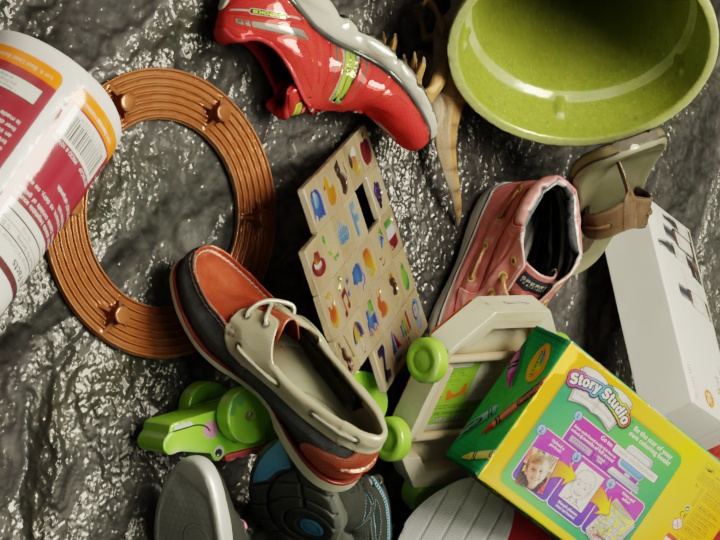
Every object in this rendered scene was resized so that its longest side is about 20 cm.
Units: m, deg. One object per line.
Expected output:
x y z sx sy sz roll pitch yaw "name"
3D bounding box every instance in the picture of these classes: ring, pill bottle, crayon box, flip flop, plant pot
-0.133 -0.040 1.446 0.199 0.019 0.202 1 89 -41 "ring"
-0.243 -0.041 1.287 0.113 0.113 0.201 48 61 -31 "pill bottle"
0.175 0.147 1.524 0.200 0.058 0.119 38 85 -23 "crayon box"
0.196 -0.046 1.634 0.081 0.200 0.058 -18 63 -23 "flip flop"
0.165 -0.231 1.590 0.200 0.200 0.185 38 38 -35 "plant pot"

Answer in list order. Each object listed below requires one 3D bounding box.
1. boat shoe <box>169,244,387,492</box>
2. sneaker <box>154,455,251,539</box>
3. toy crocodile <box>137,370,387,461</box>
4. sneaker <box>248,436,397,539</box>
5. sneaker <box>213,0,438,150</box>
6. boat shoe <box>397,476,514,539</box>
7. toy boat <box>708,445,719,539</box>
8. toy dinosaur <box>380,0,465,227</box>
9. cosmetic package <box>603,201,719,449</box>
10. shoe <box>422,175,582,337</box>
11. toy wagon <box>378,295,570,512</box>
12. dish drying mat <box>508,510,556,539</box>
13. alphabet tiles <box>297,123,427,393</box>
-0.054 0.055 1.403 0.071 0.063 0.200 -24 69 -38 "boat shoe"
-0.081 0.206 1.457 0.099 0.070 0.202 -27 118 -40 "sneaker"
-0.067 0.101 1.472 0.199 0.067 0.062 -15 101 -41 "toy crocodile"
-0.023 0.166 1.494 0.082 0.073 0.201 -61 151 -31 "sneaker"
-0.030 -0.139 1.513 0.200 0.077 0.085 37 78 -28 "sneaker"
0.045 0.238 1.526 0.200 0.072 0.071 -52 162 -29 "boat shoe"
0.273 0.187 1.722 0.199 0.130 0.132 -4 82 -42 "toy boat"
0.064 -0.140 1.593 0.106 0.060 0.202 8 85 -43 "toy dinosaur"
0.251 0.042 1.699 0.082 0.050 0.201 29 42 -44 "cosmetic package"
0.109 0.021 1.601 0.071 0.091 0.202 23 75 -22 "shoe"
0.073 0.109 1.550 0.154 0.040 0.201 0 123 -45 "toy wagon"
0.102 0.205 1.573 0.200 0.018 0.077 -44 82 -6 "dish drying mat"
0.000 0.000 1.505 0.200 0.007 0.168 -52 127 -65 "alphabet tiles"
